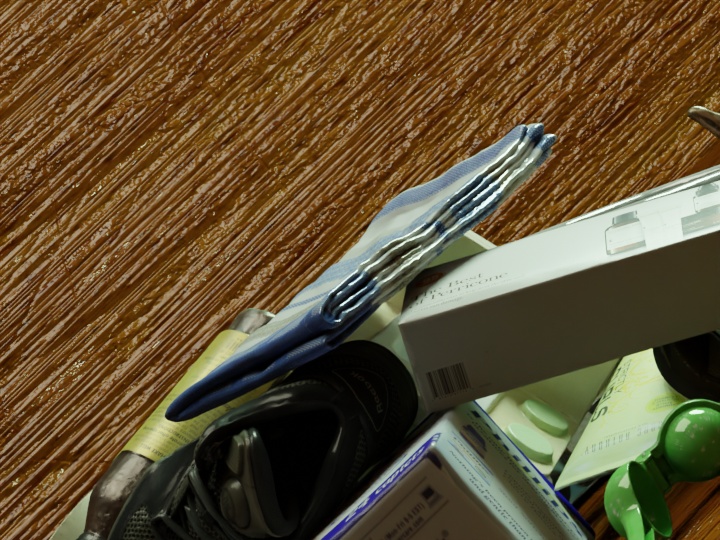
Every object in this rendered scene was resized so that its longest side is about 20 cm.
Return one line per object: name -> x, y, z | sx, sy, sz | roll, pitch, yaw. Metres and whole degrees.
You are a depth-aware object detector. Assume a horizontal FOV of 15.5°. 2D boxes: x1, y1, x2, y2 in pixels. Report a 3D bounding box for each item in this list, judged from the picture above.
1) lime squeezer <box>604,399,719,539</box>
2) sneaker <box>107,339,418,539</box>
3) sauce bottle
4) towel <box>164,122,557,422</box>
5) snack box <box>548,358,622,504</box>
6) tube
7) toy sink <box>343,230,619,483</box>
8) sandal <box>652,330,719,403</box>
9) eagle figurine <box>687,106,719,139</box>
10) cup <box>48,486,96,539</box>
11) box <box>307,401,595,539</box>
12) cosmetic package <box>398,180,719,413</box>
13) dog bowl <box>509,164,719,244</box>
lime squeezer -> 0.143, 0.078, 1.123 | 0.200, 0.038, 0.071 | -43, -1, -38
sneaker -> -0.068, 0.113, 1.261 | 0.199, 0.076, 0.114 | -38, -5, 23
sauce bottle -> -0.098, 0.109, 1.382 | 0.200, 0.065, 0.065 | -49, 1, -24
towel -> 0.000, 0.000, 1.312 | 0.200, 0.024, 0.147 | -41, 8, -40
snack box -> 0.146, 0.083, 1.531 | 0.200, 0.037, 0.116 | -44, -1, 4
tube -> 0.153, 0.066, 1.363 | 0.058, 0.052, 0.200 | -65, -7, 22
toy sink -> 0.033, 0.095, 1.394 | 0.201, 0.130, 0.112 | -59, -6, 18
sandal -> 0.182, 0.032, 1.330 | 0.200, 0.081, 0.055 | -59, -9, -65
eagle figurine -> 0.257, -0.103, 1.087 | 0.201, 0.151, 0.151 | -62, 30, 22
cup -> -0.095, 0.223, 1.459 | 0.200, 0.143, 0.201 | -48, -28, -36
box -> 0.010, 0.163, 1.229 | 0.184, 0.105, 0.200 | -44, -1, 7
cosmetic package -> 0.119, 0.005, 1.241 | 0.199, 0.051, 0.083 | -17, 13, 9
dog bowl -> 0.171, -0.016, 1.516 | 0.199, 0.059, 0.200 | -20, 0, 0
